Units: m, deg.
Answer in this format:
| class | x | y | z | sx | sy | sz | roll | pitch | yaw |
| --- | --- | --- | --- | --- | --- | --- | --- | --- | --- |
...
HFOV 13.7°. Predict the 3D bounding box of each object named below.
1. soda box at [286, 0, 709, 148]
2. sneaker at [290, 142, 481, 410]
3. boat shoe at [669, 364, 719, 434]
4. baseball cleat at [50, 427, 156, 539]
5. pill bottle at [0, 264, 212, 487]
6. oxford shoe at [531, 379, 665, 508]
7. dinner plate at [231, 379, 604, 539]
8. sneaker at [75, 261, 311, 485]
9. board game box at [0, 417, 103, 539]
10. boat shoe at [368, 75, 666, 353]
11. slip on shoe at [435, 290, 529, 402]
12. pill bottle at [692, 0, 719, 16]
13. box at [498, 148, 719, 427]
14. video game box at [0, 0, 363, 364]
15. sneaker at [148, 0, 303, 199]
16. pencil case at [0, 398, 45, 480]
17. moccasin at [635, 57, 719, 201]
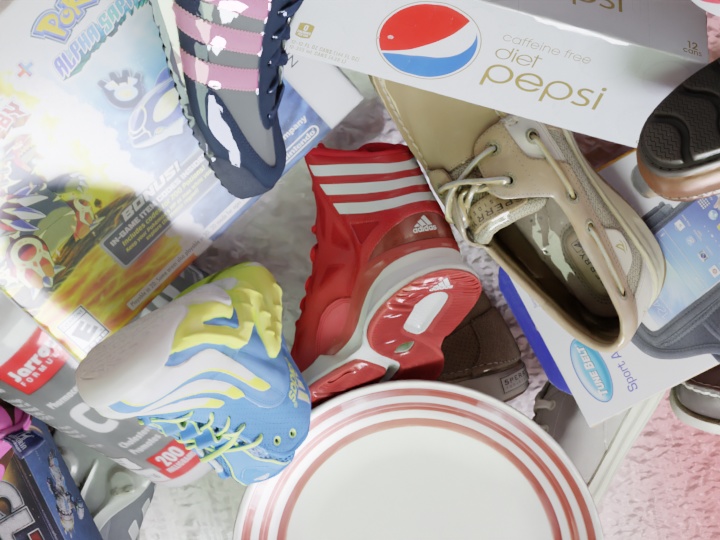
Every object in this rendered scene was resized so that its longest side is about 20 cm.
| class | x | y | z | sx | sy | sz | roll | pitch | yaw |
| --- | --- | --- | --- | --- | --- | --- | --- | --- | --- |
| soda box | 0.064 | -0.124 | 1.442 | 0.199 | 0.064 | 0.068 | 14 | 137 | -13 |
| sneaker | 0.000 | 0.000 | 1.571 | 0.078 | 0.116 | 0.200 | -4 | 156 | -28 |
| boat shoe | 0.265 | 0.043 | 1.617 | 0.199 | 0.072 | 0.060 | -6 | 138 | 4 |
| baseball cleat | -0.153 | 0.132 | 1.753 | 0.069 | 0.106 | 0.201 | 28 | 109 | 7 |
| pill bottle | -0.154 | 0.024 | 1.588 | 0.199 | 0.114 | 0.114 | 31 | 132 | -29 |
| oxford shoe | 0.113 | 0.097 | 1.637 | 0.058 | 0.075 | 0.201 | 28 | 94 | -6 |
| dinner plate | 0.031 | 0.154 | 1.581 | 0.199 | 0.024 | 0.202 | 1 | 103 | 5 |
| sneaker | -0.069 | 0.061 | 1.481 | 0.075 | 0.200 | 0.106 | -27 | 93 | 23 |
| board game box | -0.217 | 0.153 | 1.709 | 0.135 | 0.035 | 0.201 | -27 | 90 | 30 |
| boat shoe | 0.073 | -0.044 | 1.491 | 0.072 | 0.065 | 0.200 | -35 | 102 | 33 |
| slip on shoe | -0.001 | 0.064 | 1.671 | 0.199 | 0.076 | 0.061 | -17 | 96 | 33 |
| pill bottle | 0.166 | -0.183 | 1.333 | 0.108 | 0.109 | 0.200 | -22 | 133 | 26 |
| box | 0.156 | -0.004 | 1.544 | 0.199 | 0.041 | 0.120 | -30 | 88 | 30 |
| video game box | -0.124 | -0.078 | 1.452 | 0.200 | 0.047 | 0.182 | -44 | 126 | 2 |
| sneaker | -0.050 | -0.121 | 1.379 | 0.081 | 0.070 | 0.201 | -9 | 126 | 10 |
| pencil case | -0.251 | 0.132 | 1.651 | 0.093 | 0.091 | 0.200 | -11 | 144 | -52 |
| moccasin | 0.223 | -0.078 | 1.436 | 0.201 | 0.074 | 0.078 | -27 | 140 | -21 |
